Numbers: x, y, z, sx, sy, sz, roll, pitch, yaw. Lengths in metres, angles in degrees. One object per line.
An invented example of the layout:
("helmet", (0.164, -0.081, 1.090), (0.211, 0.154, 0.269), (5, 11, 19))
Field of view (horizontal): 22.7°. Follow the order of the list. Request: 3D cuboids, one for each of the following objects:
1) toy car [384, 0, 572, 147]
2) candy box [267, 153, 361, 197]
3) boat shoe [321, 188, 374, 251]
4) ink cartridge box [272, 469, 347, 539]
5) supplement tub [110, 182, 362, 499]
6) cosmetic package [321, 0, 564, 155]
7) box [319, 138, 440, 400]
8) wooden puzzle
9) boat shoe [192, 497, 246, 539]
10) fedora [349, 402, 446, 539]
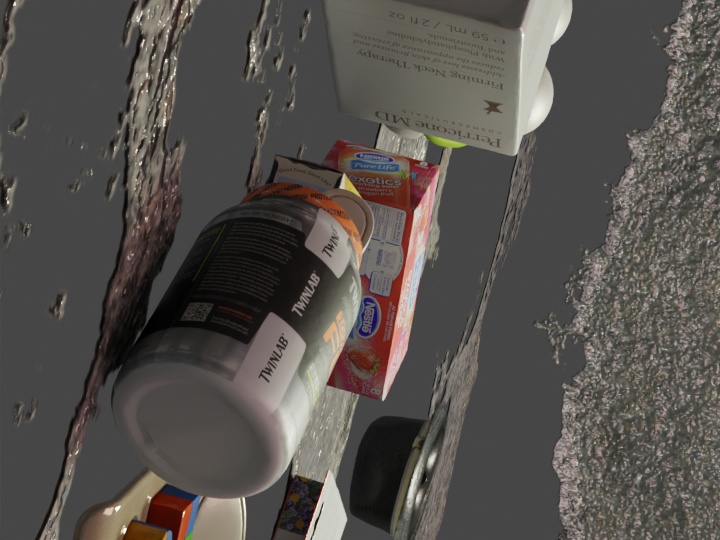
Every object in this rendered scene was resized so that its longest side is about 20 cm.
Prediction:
("toy car", (0.092, -0.222, 1.694), (0.150, 0.173, 0.202), (-123, -145, -51))
("candy box", (-0.056, 0.023, 1.415), (0.136, 0.060, 0.202), (45, 60, -78))
("boat shoe", (-0.062, 0.028, 1.300), (0.201, 0.074, 0.062), (-57, 175, -19))
("ink cartridge box", (-0.059, 0.271, 1.812), (0.200, 0.050, 0.110), (79, 28, -67))
("supplement tub", (-0.072, 0.039, 1.169), (0.201, 0.121, 0.123), (-65, 166, -46))
("cosmetic package", (0.074, -0.227, 1.458), (0.200, 0.165, 0.168), (81, 25, -66))
("box", (0.000, 0.000, 1.584), (0.096, 0.099, 0.202), (-58, 160, -58))
("wooden puzzle", (-0.154, 0.227, 1.213), (0.200, 0.046, 0.187), (-26, 131, -77))
("boat shoe", (-0.132, 0.238, 1.368), (0.066, 0.057, 0.202), (-11, 118, -39))
("fedora", (0.040, 0.250, 2.209), (0.201, 0.091, 0.203), (16, 90, -80))
